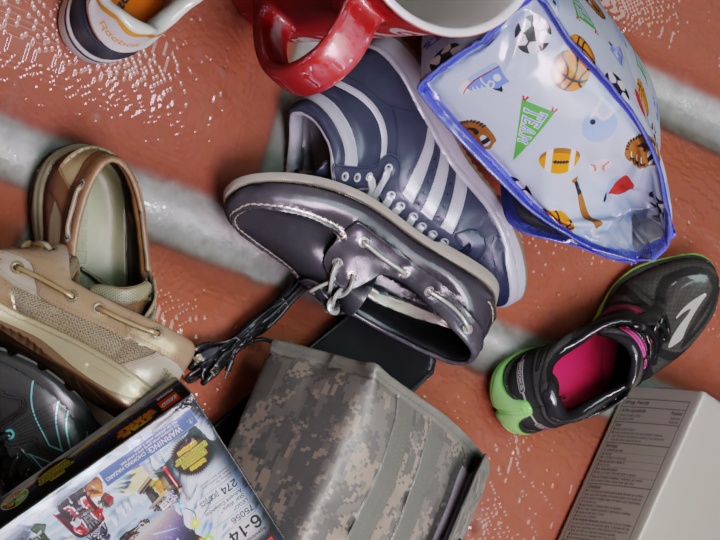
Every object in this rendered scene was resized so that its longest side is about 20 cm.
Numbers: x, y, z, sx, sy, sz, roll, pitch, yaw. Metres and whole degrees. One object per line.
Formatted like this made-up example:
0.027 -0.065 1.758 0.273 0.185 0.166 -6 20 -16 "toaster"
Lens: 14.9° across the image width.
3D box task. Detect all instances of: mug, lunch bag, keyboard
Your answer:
-0.012 -0.197 1.718 0.177 0.200 0.134 -27 104 -28 "mug"
0.001 0.164 1.766 0.200 0.117 0.164 39 71 -46 "lunch bag"
-0.045 0.071 1.802 0.200 0.021 0.127 -39 114 -26 "keyboard"
0.129 -0.109 1.811 0.124 0.170 0.200 -37 113 19 "lunch bag"

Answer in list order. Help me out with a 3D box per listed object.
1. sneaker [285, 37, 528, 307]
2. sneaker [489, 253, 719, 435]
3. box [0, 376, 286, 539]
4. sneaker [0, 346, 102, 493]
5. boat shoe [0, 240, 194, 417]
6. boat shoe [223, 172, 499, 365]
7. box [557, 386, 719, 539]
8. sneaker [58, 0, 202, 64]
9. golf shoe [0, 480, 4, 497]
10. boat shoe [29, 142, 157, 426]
0.025 -0.045 1.814 0.108 0.070 0.200 -35 101 -31 "sneaker"
0.182 0.056 1.900 0.200 0.084 0.077 -35 107 -26 "sneaker"
-0.150 0.174 1.603 0.200 0.040 0.137 -35 115 -8 "box"
-0.183 0.118 1.649 0.200 0.075 0.079 36 66 -4 "sneaker"
-0.192 0.017 1.648 0.200 0.071 0.065 33 76 6 "boat shoe"
0.000 0.000 1.772 0.200 0.073 0.063 25 51 -19 "boat shoe"
0.196 0.185 1.903 0.078 0.095 0.200 34 74 -27 "box"
-0.115 -0.220 1.729 0.078 0.079 0.200 30 73 -26 "sneaker"
-0.288 0.113 1.614 0.200 0.091 0.075 24 77 -30 "golf shoe"
-0.162 0.021 1.699 0.076 0.074 0.201 -9 94 -30 "boat shoe"
